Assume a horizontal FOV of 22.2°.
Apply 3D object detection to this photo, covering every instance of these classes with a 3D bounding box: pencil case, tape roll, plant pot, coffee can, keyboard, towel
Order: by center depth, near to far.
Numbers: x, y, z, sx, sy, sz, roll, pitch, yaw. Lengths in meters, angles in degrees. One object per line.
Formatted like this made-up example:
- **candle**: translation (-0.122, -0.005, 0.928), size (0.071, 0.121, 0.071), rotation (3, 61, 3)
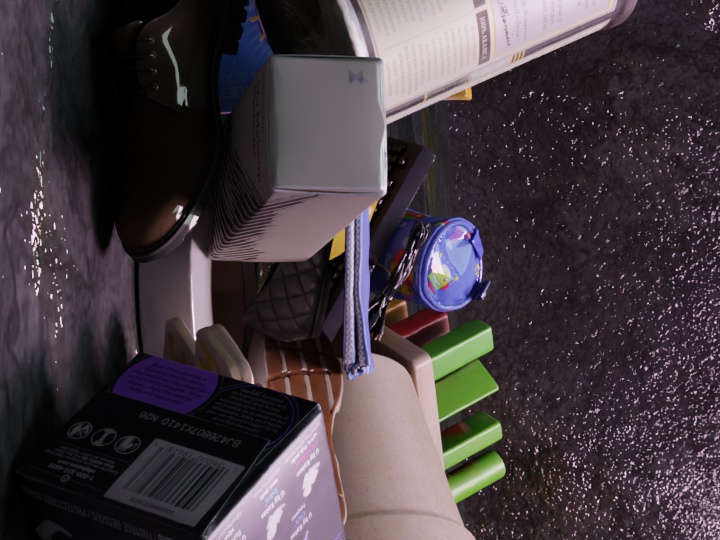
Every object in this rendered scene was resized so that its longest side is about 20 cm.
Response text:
- **coffee can**: translation (0.051, -0.184, 1.134), size (0.147, 0.199, 0.147), rotation (53, -21, 32)
- **tape roll**: translation (-0.105, 0.021, 1.214), size (0.203, 0.037, 0.204), rotation (-3, 90, -82)
- **towel**: translation (0.000, 0.000, 1.256), size (0.200, 0.024, 0.146), rotation (98, -7, -85)
- **plant pot**: translation (-0.011, 0.171, 1.369), size (0.201, 0.199, 0.184), rotation (74, 4, -58)
- **keyboard**: translation (-0.001, -0.012, 1.444), size (0.021, 0.127, 0.201), rotation (35, 80, -42)
- **pencil case**: translation (0.016, -0.025, 1.513), size (0.087, 0.199, 0.078), rotation (-36, 126, -31)

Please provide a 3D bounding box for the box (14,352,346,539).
- **box**: translation (-0.080, 0.161, 0.939), size (0.106, 0.122, 0.201), rotation (-46, 139, -41)

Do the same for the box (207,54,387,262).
- **box**: translation (-0.041, -0.061, 1.078), size (0.200, 0.068, 0.083), rotation (139, -50, -72)

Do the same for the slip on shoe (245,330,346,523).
- **slip on shoe**: translation (-0.051, 0.111, 1.243), size (0.076, 0.061, 0.201), rotation (24, 37, -31)

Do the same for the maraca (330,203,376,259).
- **maraca**: translation (-0.046, -0.075, 1.441), size (0.200, 0.106, 0.138), rotation (-138, -125, -68)

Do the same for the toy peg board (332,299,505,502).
- **toy peg board**: translation (0.033, 0.105, 1.549), size (0.199, 0.098, 0.201), rotation (31, -43, 47)

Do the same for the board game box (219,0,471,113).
- **board game box**: translation (-0.028, -0.187, 1.253), size (0.040, 0.199, 0.154), rotation (-27, 113, -80)

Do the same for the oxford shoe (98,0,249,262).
- **oxford shoe**: translation (-0.124, -0.103, 1.076), size (0.084, 0.072, 0.201), rotation (30, 57, -49)

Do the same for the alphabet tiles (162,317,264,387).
- **alphabet tiles**: translation (-0.073, 0.129, 1.058), size (0.196, 0.015, 0.201), rotation (53, -31, 36)

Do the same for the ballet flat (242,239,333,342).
- **ballet flat**: translation (-0.040, -0.048, 1.218), size (0.066, 0.056, 0.201), rotation (-99, -164, -78)
